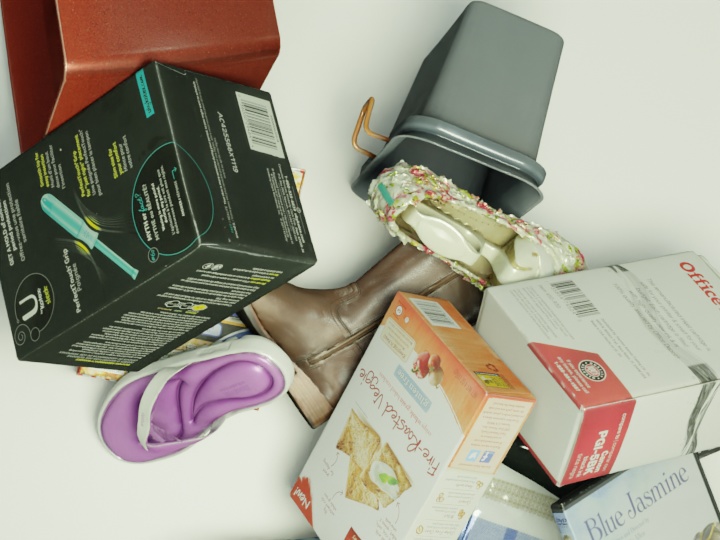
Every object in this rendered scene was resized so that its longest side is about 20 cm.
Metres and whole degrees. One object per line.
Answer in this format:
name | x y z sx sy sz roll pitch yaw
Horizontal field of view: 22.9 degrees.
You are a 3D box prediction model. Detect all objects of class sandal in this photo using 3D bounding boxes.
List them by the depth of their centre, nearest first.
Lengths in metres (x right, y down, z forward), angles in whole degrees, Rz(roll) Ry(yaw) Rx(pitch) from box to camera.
sandal | -0.139 0.107 1.384 0.202 0.050 0.082 -32 113 34

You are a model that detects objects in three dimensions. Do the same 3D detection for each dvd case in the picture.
dvd case | 0.233 0.236 1.354 0.142 0.018 0.201 -27 98 -32

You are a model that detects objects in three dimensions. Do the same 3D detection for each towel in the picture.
towel | 0.163 0.161 1.436 0.146 0.024 0.201 19 89 -10

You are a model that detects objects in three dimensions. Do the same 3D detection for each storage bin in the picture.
storage bin | 0.077 -0.124 1.420 0.145 0.200 0.135 21 74 -8

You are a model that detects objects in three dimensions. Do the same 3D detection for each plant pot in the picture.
plant pot | -0.169 -0.195 1.364 0.175 0.200 0.201 -3 69 -21

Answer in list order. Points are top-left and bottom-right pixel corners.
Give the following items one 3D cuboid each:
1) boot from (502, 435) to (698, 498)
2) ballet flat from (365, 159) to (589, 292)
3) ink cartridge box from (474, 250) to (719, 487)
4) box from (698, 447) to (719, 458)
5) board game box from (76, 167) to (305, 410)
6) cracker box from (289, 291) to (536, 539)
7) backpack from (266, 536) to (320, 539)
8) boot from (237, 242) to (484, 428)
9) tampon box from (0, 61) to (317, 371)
boot | 0.173 0.203 1.391 0.197 0.073 0.163 12 87 -17
ballet flat | 0.092 -0.016 1.368 0.199 0.064 0.076 24 113 -19
ink cartridge box | 0.204 0.071 1.352 0.199 0.147 0.083 -9 131 -26
box | 0.183 0.110 1.485 0.199 0.050 0.158 -21 91 -8
board game box | -0.138 0.001 1.447 0.151 0.046 0.201 12 86 -8
cracker box | 0.035 0.136 1.350 0.057 0.134 0.201 9 117 -39
backpack | -0.047 0.306 1.403 0.199 0.147 0.184 -6 93 -13
boot | 0.000 0.000 1.409 0.200 0.064 0.187 -33 110 -8
tampon box | -0.158 -0.034 1.304 0.200 0.126 0.151 -29 66 33
